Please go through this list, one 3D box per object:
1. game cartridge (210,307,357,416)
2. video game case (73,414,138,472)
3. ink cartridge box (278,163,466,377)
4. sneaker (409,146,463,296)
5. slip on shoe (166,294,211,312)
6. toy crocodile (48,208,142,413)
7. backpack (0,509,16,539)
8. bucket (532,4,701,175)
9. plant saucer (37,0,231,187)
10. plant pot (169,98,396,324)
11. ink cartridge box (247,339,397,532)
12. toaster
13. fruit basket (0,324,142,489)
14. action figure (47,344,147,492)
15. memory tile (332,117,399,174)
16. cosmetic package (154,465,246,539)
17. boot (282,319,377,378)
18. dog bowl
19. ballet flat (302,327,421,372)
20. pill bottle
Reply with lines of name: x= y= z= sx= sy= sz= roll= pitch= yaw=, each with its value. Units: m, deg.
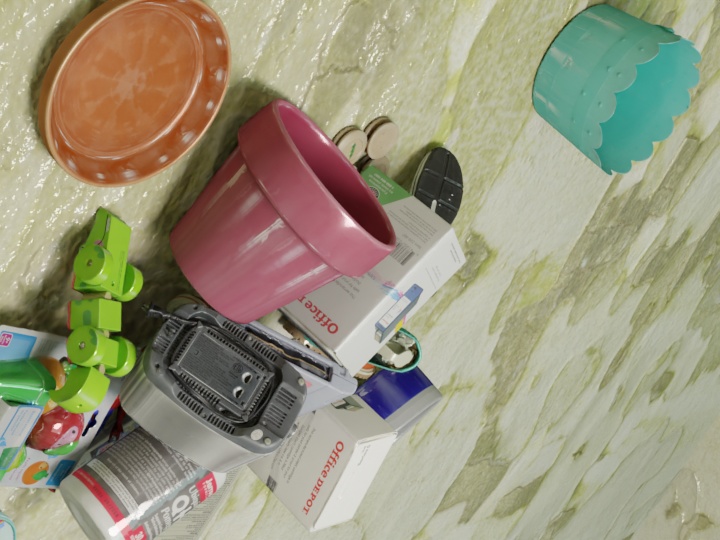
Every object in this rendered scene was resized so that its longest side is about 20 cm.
game cartridge: x=-0.120 y=0.110 z=1.375 sx=0.200 sy=0.041 sz=0.133 roll=30 pitch=145 yaw=-31
video game case: x=-0.257 y=0.209 z=1.482 sx=0.200 sy=0.018 sz=0.143 roll=-34 pitch=146 yaw=-24
ink cartridge box: x=0.000 y=0.000 z=1.428 sx=0.200 sy=0.145 sz=0.088 roll=-45 pitch=151 yaw=-9
sneaker: x=0.057 y=-0.059 z=1.551 sx=0.076 sy=0.115 sz=0.201 roll=24 pitch=72 yaw=-35
slip on shoe: x=-0.166 y=0.080 z=1.425 sx=0.200 sy=0.074 sz=0.061 roll=55 pitch=39 yaw=-50
toy crocodile: x=-0.258 y=0.039 z=1.194 sx=0.067 sy=0.062 sz=0.200 roll=31 pitch=59 yaw=-62
backpack: x=-0.442 y=0.297 z=1.220 sx=0.200 sy=0.153 sz=0.176 roll=-13 pitch=128 yaw=-54
bucket: x=0.339 y=-0.246 z=1.634 sx=0.207 sy=0.135 sz=0.207 roll=-32 pitch=145 yaw=-26
plant saucer: x=-0.207 y=-0.169 z=1.126 sx=0.200 sy=0.032 sz=0.200 roll=-33 pitch=144 yaw=-27
plant pot: x=-0.090 y=-0.046 z=1.271 sx=0.179 sy=0.200 sz=0.200 roll=-39 pitch=151 yaw=13
ink cartridge box: x=-0.070 y=0.204 z=1.537 sx=0.084 sy=0.200 sz=0.146 roll=-4 pitch=127 yaw=-50
toaster: x=-0.163 y=0.123 z=1.261 sx=0.129 sy=0.200 sz=0.114 roll=-43 pitch=-164 yaw=52
fruit basket: x=-0.329 y=0.150 z=1.240 sx=0.200 sy=0.094 sz=0.185 roll=22 pitch=104 yaw=-51
action figure: x=-0.292 y=0.160 z=1.360 sx=0.200 sy=0.052 sz=0.065 roll=-51 pitch=144 yaw=-2
memory tile: x=-0.028 y=-0.084 z=1.459 sx=0.153 sy=0.017 sz=0.200 roll=-21 pitch=138 yaw=-39
cosmetic package: x=-0.218 y=0.261 z=1.499 sx=0.200 sy=0.073 sz=0.103 roll=-56 pitch=148 yaw=11
boot: x=-0.012 y=0.073 z=1.599 sx=0.107 sy=0.075 sz=0.200 roll=-54 pitch=148 yaw=-2
dog bowl: x=0.016 y=0.210 z=1.705 sx=0.200 sy=0.079 sz=0.200 roll=-38 pitch=170 yaw=-8
ballet flat: x=0.012 y=0.086 z=1.528 sx=0.200 sy=0.070 sz=0.067 roll=19 pitch=96 yaw=-49
pill bottle: x=-0.219 y=0.219 z=1.347 sx=0.200 sy=0.111 sz=0.111 roll=-35 pitch=146 yaw=-25
